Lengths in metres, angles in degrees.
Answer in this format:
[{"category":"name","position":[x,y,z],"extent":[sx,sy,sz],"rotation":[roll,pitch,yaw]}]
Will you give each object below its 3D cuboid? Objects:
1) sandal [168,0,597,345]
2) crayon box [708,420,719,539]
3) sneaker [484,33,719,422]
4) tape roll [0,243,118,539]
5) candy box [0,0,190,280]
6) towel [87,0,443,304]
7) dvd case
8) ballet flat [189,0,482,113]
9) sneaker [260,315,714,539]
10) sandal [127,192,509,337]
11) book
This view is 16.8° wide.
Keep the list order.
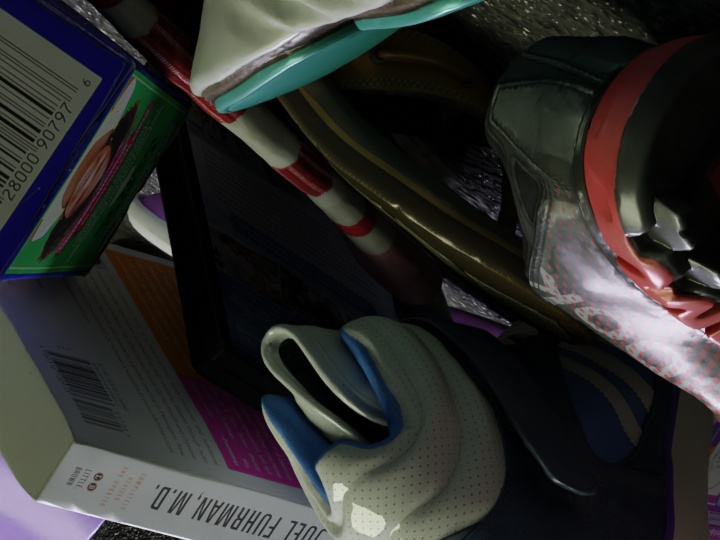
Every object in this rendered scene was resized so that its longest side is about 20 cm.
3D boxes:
[{"category":"sandal","position":[0.007,-0.055,0.762],"extent":[0.200,0.055,0.082],"rotation":[46,-178,23]},{"category":"crayon box","position":[0.132,0.098,0.870],"extent":[0.058,0.119,0.200],"rotation":[36,170,-14]},{"category":"sneaker","position":[0.099,0.001,0.669],"extent":[0.098,0.071,0.200],"rotation":[22,162,46]},{"category":"tape roll","position":[-0.177,0.087,1.534],"extent":[0.085,0.200,0.200],"rotation":[35,169,-11]},{"category":"candy box","position":[-0.142,-0.073,0.730],"extent":[0.169,0.077,0.200],"rotation":[35,-178,0]},{"category":"towel","position":[-0.059,-0.072,0.811],"extent":[0.144,0.023,0.200],"rotation":[48,-176,41]},{"category":"dvd case","position":[-0.015,0.007,0.890],"extent":[0.142,0.018,0.200],"rotation":[33,-158,-28]},{"category":"ballet flat","position":[-0.004,-0.088,0.635],"extent":[0.069,0.070,0.200],"rotation":[36,165,-13]},{"category":"sneaker","position":[0.037,0.036,0.792],"extent":[0.146,0.081,0.200],"rotation":[32,-151,-17]},{"category":"sandal","position":[-0.001,-0.001,1.038],"extent":[0.202,0.050,0.082],"rotation":[23,-174,-10]},{"category":"book","position":[-0.049,0.049,0.845],"extent":[0.199,0.048,0.134],"rotation":[21,-159,-40]}]
